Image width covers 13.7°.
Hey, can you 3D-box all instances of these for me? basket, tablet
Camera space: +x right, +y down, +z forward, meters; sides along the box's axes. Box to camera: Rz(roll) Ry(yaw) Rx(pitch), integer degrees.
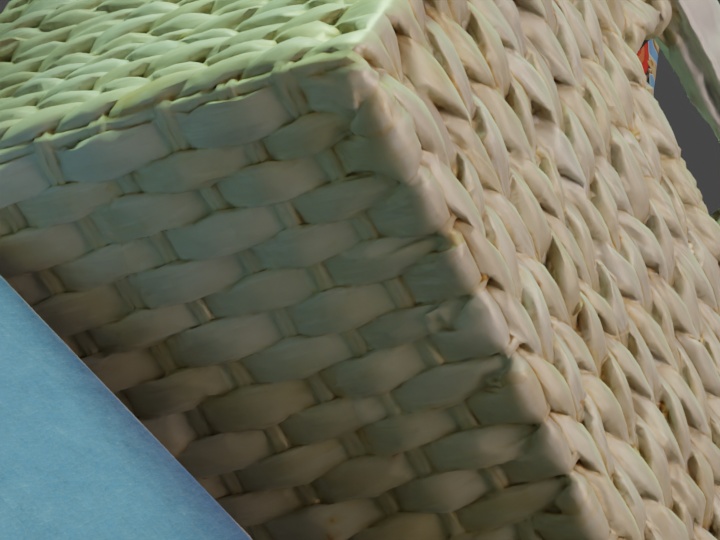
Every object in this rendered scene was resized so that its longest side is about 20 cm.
[{"bbox_3d":[0.000,0.000,0.811,0.199,0.199,0.161,62,36,-21],"label":"basket"},{"bbox_3d":[-0.120,0.012,0.683,0.200,0.014,0.130,44,23,20],"label":"tablet"}]

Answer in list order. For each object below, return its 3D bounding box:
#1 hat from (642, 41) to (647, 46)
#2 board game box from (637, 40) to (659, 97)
[{"bbox_3d":[0.016,-0.113,0.974,0.200,0.201,0.081,30,14,-50],"label":"hat"},{"bbox_3d":[0.052,-0.145,1.101,0.200,0.034,0.136,47,41,-39],"label":"board game box"}]
